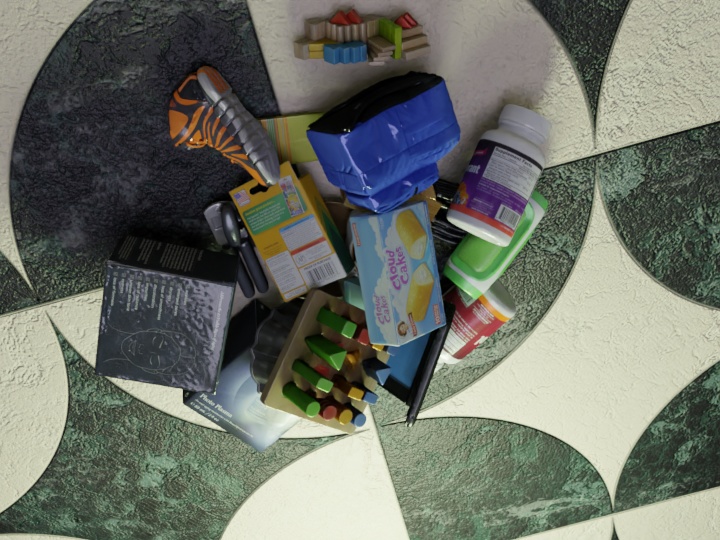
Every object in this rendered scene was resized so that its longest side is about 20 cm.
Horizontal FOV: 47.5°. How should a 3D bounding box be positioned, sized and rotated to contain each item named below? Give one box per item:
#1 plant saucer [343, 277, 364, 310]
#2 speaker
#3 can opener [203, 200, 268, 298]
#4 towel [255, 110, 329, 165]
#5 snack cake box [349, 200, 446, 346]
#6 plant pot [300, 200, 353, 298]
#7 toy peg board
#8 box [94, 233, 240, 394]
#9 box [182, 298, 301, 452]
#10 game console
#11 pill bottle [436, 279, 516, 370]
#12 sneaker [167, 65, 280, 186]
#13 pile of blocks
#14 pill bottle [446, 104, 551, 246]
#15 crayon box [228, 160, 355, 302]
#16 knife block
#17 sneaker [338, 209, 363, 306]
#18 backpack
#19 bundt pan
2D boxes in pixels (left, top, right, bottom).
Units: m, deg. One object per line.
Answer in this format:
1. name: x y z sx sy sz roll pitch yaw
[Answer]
1. plant saucer: 0.006 0.075 1.421 0.069 0.019 0.201 19 149 11
2. speaker: 0.226 -0.054 1.373 0.088 0.088 0.201 35 95 -29
3. can opener: -0.206 -0.030 1.367 0.052 0.067 0.202 -17 131 2
4. towel: -0.087 -0.209 1.286 0.196 0.018 0.087 -7 130 -4
5. snack cake box: 0.059 0.003 1.269 0.114 0.067 0.203 -20 104 -42
6. plant pot: -0.064 -0.037 1.405 0.196 0.028 0.203 -5 127 -6
7. toy peg board: -0.025 0.163 1.317 0.198 0.097 0.202 26 89 -36
8. box: -0.305 0.070 1.306 0.193 0.124 0.203 11 112 -7
9. box: -0.187 0.195 1.493 0.198 0.124 0.199 -40 122 18
10. game console: 0.079 0.138 1.414 0.115 0.176 0.203 20 103 7
11. pill bottle: 0.176 0.094 1.485 0.112 0.114 0.200 35 115 -29
12. sneaker: -0.210 -0.195 1.230 0.111 0.078 0.201 -31 99 23
13. pile of blocks: 0.002 -0.336 1.167 0.196 0.083 0.063 -6 127 -4
14. pill bottle: 0.222 -0.151 1.284 0.110 0.111 0.203 24 91 -24
15. crayon box: -0.109 -0.066 1.314 0.124 0.052 0.202 -22 101 25
16. knife block: 0.082 -0.100 1.359 0.197 0.064 0.177 -19 125 4
17. sneaker: 0.000 0.000 1.374 0.071 0.085 0.202 -6 129 -7
18. backpack: 0.046 -0.194 1.212 0.199 0.162 0.169 -34 119 -15
19. bundt pan: -0.084 0.149 1.390 0.199 0.075 0.206 -5 98 -34
